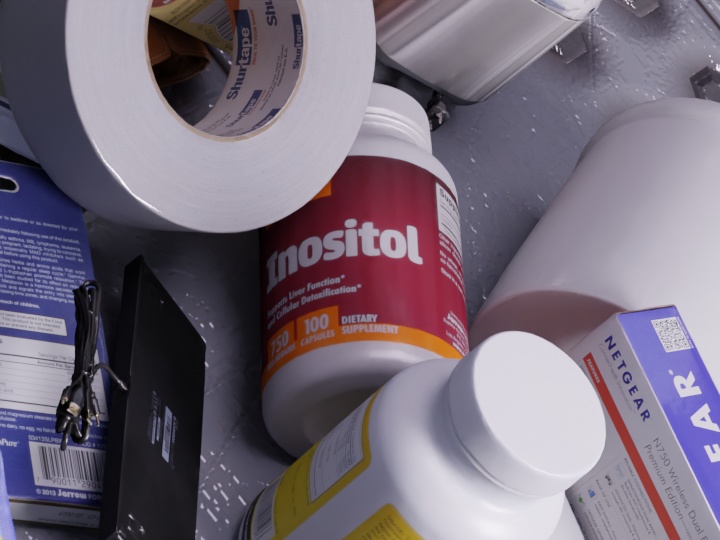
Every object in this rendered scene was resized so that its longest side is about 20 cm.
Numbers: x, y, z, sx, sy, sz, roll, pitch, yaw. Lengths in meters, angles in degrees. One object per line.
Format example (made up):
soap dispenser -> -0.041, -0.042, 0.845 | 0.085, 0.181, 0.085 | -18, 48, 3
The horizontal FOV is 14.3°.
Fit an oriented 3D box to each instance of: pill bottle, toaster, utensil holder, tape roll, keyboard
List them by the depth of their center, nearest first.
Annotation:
keyboard -> -0.117, 0.069, 1.439 | 0.127, 0.021, 0.200 | 56, 22, -37
pill bottle -> 0.032, 0.114, 1.440 | 0.112, 0.200, 0.112 | 21, 49, -26
tape roll -> -0.088, -0.120, 1.492 | 0.200, 0.066, 0.201 | -1, 92, -40
pill bottle -> 0.000, 0.000, 1.565 | 0.113, 0.113, 0.200 | 20, 48, -28
utensil holder -> 0.166, 0.020, 1.648 | 0.170, 0.170, 0.200 | 44, 43, -4
toaster -> 0.075, -0.194, 1.719 | 0.114, 0.129, 0.200 | 27, 49, -28

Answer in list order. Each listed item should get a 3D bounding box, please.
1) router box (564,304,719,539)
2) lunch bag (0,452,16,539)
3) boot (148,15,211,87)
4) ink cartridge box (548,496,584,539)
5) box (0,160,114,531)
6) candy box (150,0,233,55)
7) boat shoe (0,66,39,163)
router box -> 0.139, 0.149, 1.518 | 0.049, 0.179, 0.200 | -7, 65, -42
lunch bag -> -0.249, 0.088, 1.311 | 0.150, 0.094, 0.200 | -12, 78, -29
boot -> -0.176, -0.162, 1.574 | 0.200, 0.074, 0.155 | -18, 76, -43
ink cartridge box -> 0.090, 0.193, 1.504 | 0.039, 0.099, 0.200 | -1, 61, -42
box -> -0.186, 0.033, 1.446 | 0.121, 0.032, 0.200 | 10, 55, -35
candy box -> -0.118, -0.204, 1.571 | 0.200, 0.055, 0.116 | 25, 45, -38
boat shoe -> -0.170, -0.096, 1.516 | 0.200, 0.062, 0.072 | 22, 13, -24
